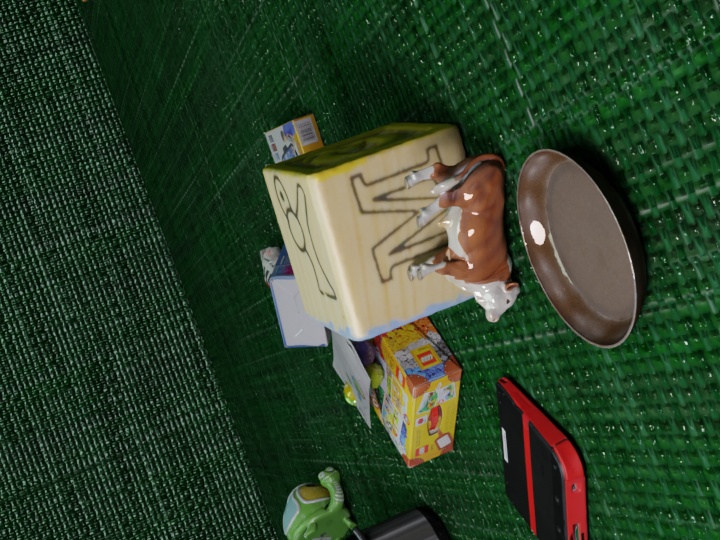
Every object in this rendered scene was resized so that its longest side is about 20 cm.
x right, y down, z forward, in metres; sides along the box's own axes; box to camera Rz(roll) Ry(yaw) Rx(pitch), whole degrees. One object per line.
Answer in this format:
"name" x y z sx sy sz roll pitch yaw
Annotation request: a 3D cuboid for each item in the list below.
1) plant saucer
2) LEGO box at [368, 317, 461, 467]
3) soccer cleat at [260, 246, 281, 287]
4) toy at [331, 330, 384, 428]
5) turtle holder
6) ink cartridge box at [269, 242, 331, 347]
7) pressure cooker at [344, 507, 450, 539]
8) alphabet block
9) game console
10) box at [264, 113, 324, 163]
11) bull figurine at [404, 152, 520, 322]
"plant saucer" 0.214 -0.024 1.151 0.200 0.032 0.201 56 158 38
"LEGO box" 0.072 0.159 1.713 0.149 0.077 0.200 57 159 36
"soccer cleat" -0.145 -0.001 2.216 0.085 0.068 0.200 69 168 -11
"toy" 0.001 0.135 1.692 0.115 0.047 0.200 59 164 23
"turtle holder" -0.097 0.506 2.513 0.186 0.141 0.132 86 157 -46
"ink cartridge box" -0.074 0.008 1.889 0.200 0.076 0.137 -70 -24 -53
"pressure cooker" 0.048 0.494 1.957 0.176 0.199 0.179 62 162 20
"alphabet block" 0.021 -0.053 1.432 0.195 0.196 0.201 19 127 66
"game console" 0.220 0.249 1.460 0.177 0.031 0.201 -127 24 -54
"box" -0.101 -0.178 1.923 0.200 0.041 0.119 -4 106 70
"bull figurine" 0.115 -0.033 1.317 0.065 0.121 0.201 -124 26 -61
